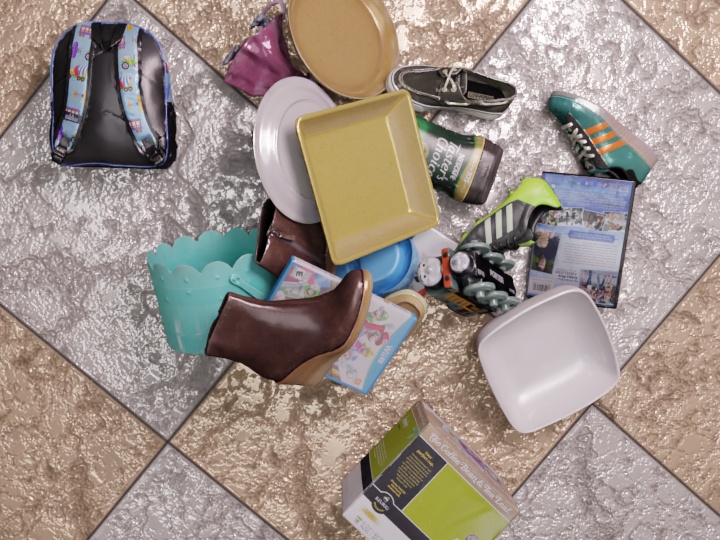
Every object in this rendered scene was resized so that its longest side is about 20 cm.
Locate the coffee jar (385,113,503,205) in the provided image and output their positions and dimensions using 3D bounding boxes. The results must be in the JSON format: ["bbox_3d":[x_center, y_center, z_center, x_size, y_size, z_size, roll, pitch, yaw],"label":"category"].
[{"bbox_3d":[0.112,-0.174,1.156,0.197,0.085,0.106,19,94,-4],"label":"coffee jar"}]

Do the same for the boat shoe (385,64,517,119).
[{"bbox_3d":[0.138,-0.278,1.139,0.197,0.064,0.072,5,76,-14],"label":"boat shoe"}]

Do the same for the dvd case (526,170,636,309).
[{"bbox_3d":[0.341,-0.047,1.182,0.141,0.018,0.203,7,103,10],"label":"dvd case"}]

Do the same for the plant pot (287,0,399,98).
[{"bbox_3d":[-0.027,-0.346,1.117,0.198,0.027,0.203,8,76,-35],"label":"plant pot"}]

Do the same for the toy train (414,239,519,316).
[{"bbox_3d":[0.160,0.018,1.120,0.113,0.199,0.086,-14,70,28],"label":"toy train"}]

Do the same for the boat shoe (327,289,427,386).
[{"bbox_3d":[0.022,0.107,1.122,0.074,0.067,0.200,38,121,-9],"label":"boat shoe"}]

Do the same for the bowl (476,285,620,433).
[{"bbox_3d":[0.285,0.128,1.184,0.198,0.075,0.201,-27,111,2],"label":"bowl"}]

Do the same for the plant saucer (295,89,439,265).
[{"bbox_3d":[0.004,-0.132,1.060,0.198,0.048,0.203,-22,103,-32],"label":"plant saucer"}]

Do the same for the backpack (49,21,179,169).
[{"bbox_3d":[-0.356,-0.251,1.108,0.180,0.135,0.203,0,96,-2],"label":"backpack"}]

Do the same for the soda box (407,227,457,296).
[{"bbox_3d":[0.067,0.021,1.186,0.068,0.063,0.201,33,94,-5],"label":"soda box"}]

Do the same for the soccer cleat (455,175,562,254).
[{"bbox_3d":[0.218,-0.055,1.164,0.200,0.067,0.081,-46,64,15],"label":"soccer cleat"}]

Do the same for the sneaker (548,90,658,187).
[{"bbox_3d":[0.360,-0.195,1.169,0.199,0.071,0.080,35,90,-6],"label":"sneaker"}]

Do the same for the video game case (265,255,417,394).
[{"bbox_3d":[-0.040,0.080,1.049,0.198,0.018,0.144,25,111,-19],"label":"video game case"}]

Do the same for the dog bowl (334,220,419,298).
[{"bbox_3d":[0.000,0.000,1.150,0.198,0.049,0.113,-20,66,23],"label":"dog bowl"}]

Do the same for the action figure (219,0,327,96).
[{"bbox_3d":[-0.109,-0.277,1.150,0.199,0.150,0.134,38,135,-19],"label":"action figure"}]

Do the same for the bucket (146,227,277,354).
[{"bbox_3d":[-0.206,0.026,1.112,0.204,0.207,0.137,-7,107,-1],"label":"bucket"}]

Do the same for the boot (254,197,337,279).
[{"bbox_3d":[-0.096,0.016,1.070,0.072,0.166,0.203,-3,72,35],"label":"boot"}]

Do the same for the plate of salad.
[{"bbox_3d":[-0.084,-0.166,1.062,0.048,0.199,0.203,-1,98,38],"label":"plate of salad"}]

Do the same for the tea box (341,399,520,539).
[{"bbox_3d":[0.104,0.352,1.186,0.200,0.134,0.197,45,94,-6],"label":"tea box"}]

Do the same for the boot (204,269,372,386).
[{"bbox_3d":[-0.092,0.061,0.971,0.165,0.073,0.201,22,117,-21],"label":"boot"}]
